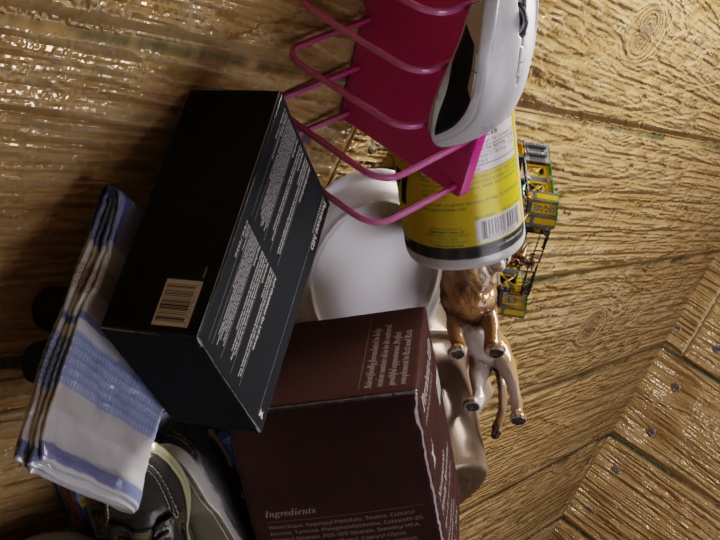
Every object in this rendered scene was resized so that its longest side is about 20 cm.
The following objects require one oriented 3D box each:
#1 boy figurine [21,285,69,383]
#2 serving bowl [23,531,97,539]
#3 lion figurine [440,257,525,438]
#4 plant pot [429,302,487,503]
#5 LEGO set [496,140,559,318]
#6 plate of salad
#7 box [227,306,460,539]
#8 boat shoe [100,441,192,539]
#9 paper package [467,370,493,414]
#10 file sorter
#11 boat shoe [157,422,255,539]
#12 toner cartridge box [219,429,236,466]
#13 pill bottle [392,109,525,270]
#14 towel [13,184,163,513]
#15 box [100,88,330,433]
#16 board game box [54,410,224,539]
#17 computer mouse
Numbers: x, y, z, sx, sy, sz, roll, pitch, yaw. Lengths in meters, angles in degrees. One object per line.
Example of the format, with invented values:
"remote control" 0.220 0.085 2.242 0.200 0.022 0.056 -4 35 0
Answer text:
"boy figurine" -0.174 0.070 0.966 0.200 0.064 0.125 30 68 -63
"serving bowl" -0.290 0.292 1.050 0.200 0.066 0.201 -45 155 -27
"lion figurine" 0.119 0.062 1.254 0.201 0.072 0.123 79 7 -45
"plant pot" 0.049 0.158 1.320 0.199 0.175 0.201 -20 149 -13
"LEGO set" 0.130 -0.049 1.352 0.200 0.115 0.154 102 -7 -51
"plate of salad" 0.000 0.000 1.215 0.199 0.048 0.201 -11 110 -32
"box" -0.008 0.164 1.120 0.166 0.163 0.201 -76 157 -66
"boat shoe" -0.171 0.221 1.044 0.071 0.066 0.202 -6 132 -3
"paper package" 0.062 0.174 1.553 0.200 0.103 0.191 -53 157 -10
"file sorter" 0.021 -0.156 0.989 0.125 0.139 0.201 -29 145 -42
"boat shoe" -0.121 0.216 1.112 0.060 0.074 0.201 -51 123 -44
"toner cartridge box" -0.137 0.218 1.222 0.200 0.095 0.043 -32 147 -46
"pill bottle" 0.084 -0.112 1.134 0.114 0.114 0.201 -34 126 -42
"towel" -0.165 0.059 0.879 0.147 0.024 0.201 50 50 -59
"box" -0.096 -0.008 0.908 0.141 0.078 0.201 64 36 -53
"board game box" -0.178 0.135 1.106 0.200 0.034 0.136 -43 154 -29
"computer mouse" 0.107 -0.168 0.909 0.109 0.044 0.201 -22 140 -47
